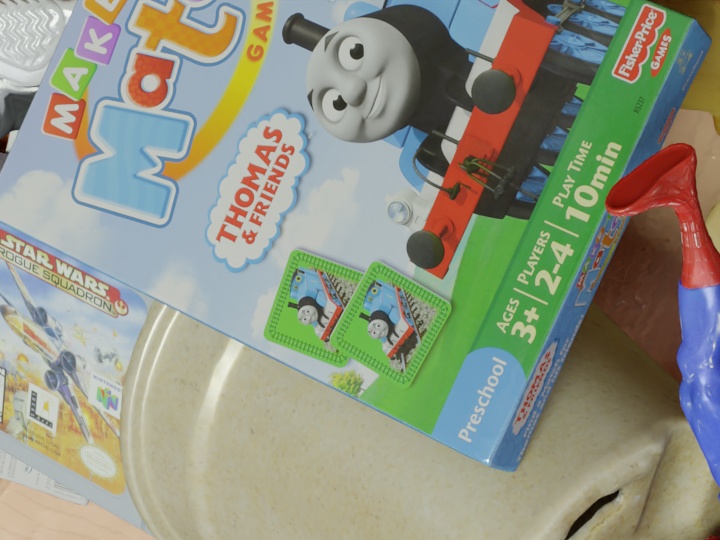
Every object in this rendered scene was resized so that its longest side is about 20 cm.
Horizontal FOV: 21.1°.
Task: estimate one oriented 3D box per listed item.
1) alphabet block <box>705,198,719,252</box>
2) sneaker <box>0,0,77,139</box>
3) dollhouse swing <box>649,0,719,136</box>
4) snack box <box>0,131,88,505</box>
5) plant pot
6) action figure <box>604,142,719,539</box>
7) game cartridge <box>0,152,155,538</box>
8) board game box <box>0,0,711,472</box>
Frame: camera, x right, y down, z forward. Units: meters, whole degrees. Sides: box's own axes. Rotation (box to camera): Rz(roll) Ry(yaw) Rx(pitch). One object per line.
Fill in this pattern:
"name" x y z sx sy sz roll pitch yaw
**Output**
"alphabet block" 0.254 0.069 0.677 0.195 0.200 0.197 -20 132 -4
"sneaker" -0.101 -0.090 0.745 0.200 0.114 0.076 -1 113 -1
"dollhouse swing" 0.099 -0.154 0.669 0.200 0.176 0.182 35 90 -37
"snack box" -0.137 0.020 0.875 0.072 0.024 0.200 19 126 1
"plant pot" 0.043 0.076 0.710 0.200 0.183 0.201 -19 125 -30
"action figure" 0.105 0.072 0.585 0.065 0.099 0.200 21 143 44
"game cartridge" -0.123 0.028 0.817 0.200 0.042 0.133 26 130 22
"board game box" -0.009 -0.046 0.632 0.200 0.037 0.151 25 92 22
